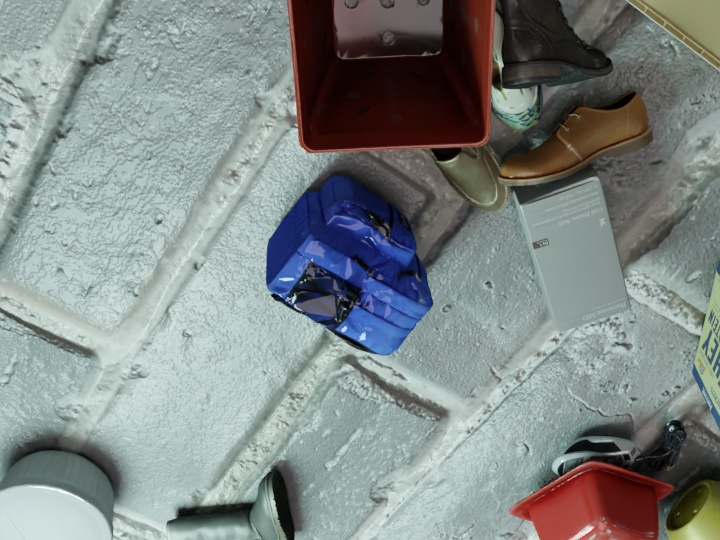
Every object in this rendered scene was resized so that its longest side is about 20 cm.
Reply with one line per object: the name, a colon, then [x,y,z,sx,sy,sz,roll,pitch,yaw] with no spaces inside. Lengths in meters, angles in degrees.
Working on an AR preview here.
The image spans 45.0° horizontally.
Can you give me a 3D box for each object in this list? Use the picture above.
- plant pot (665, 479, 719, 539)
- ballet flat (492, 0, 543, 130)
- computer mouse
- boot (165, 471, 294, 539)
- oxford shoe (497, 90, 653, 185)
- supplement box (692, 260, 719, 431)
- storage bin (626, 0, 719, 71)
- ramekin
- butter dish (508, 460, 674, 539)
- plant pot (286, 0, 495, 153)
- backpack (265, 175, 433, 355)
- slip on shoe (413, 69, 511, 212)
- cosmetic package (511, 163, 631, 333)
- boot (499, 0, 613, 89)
plant pot: [0.557,0.407,1.335,0.142,0.200,0.201,41,117,4]
ballet flat: [0.159,-0.236,0.984,0.073,0.075,0.202,-22,120,14]
computer mouse: [0.385,0.272,1.315,0.195,0.045,0.111,-5,139,2]
boot: [-0.213,0.398,1.390,0.195,0.073,0.185,0,121,8]
oxford shoe: [0.247,-0.156,1.028,0.197,0.071,0.072,-24,114,-7]
supplement box: [0.576,0.104,1.157,0.195,0.135,0.204,-1,123,0]
storage bin: [0.396,-0.332,0.909,0.196,0.094,0.201,28,118,-17]
ramekin: [-0.475,0.369,1.348,0.197,0.095,0.206,0,123,-1]
butter dish: [0.358,0.395,1.307,0.197,0.150,0.200,22,133,-27]
plant pot: [0.030,-0.256,0.907,0.195,0.178,0.203,-2,122,1]
backpack: [0.000,0.000,1.077,0.198,0.164,0.168,35,113,-19]
slip on shoe: [0.113,-0.141,1.035,0.075,0.061,0.202,-14,122,33]
cosmetic package: [0.266,-0.033,1.101,0.105,0.091,0.203,-20,117,9]
boot: [0.203,-0.290,0.934,0.068,0.198,0.178,-3,98,44]
